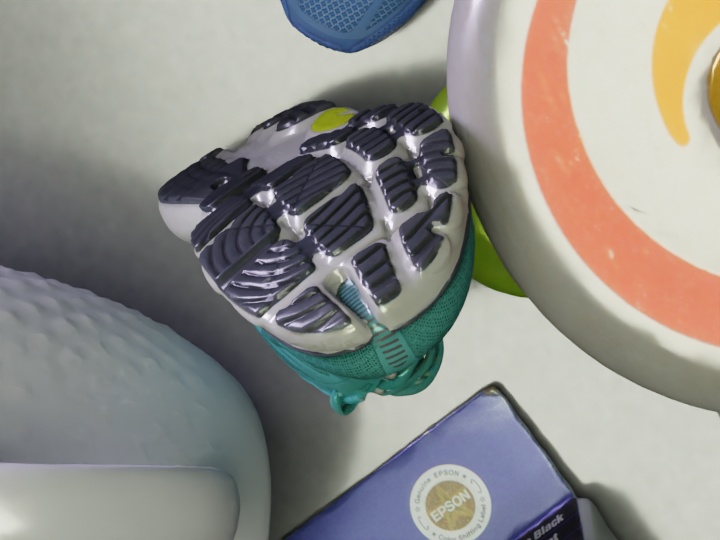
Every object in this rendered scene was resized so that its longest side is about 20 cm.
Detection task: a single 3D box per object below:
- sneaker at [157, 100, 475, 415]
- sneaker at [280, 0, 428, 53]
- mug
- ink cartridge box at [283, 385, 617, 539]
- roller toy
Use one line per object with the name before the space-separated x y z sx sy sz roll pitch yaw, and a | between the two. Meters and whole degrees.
sneaker | 0.000 0.000 0.798 0.077 0.200 0.080 -32 102 -3
sneaker | 0.002 -0.130 0.794 0.078 0.089 0.200 23 141 7
mug | -0.111 0.067 0.818 0.175 0.200 0.148 6 84 -26
ink cartridge box | 0.026 0.173 0.898 0.199 0.041 0.200 -38 91 15
roller toy | 0.119 -0.059 0.786 0.182 0.140 0.201 24 103 6
